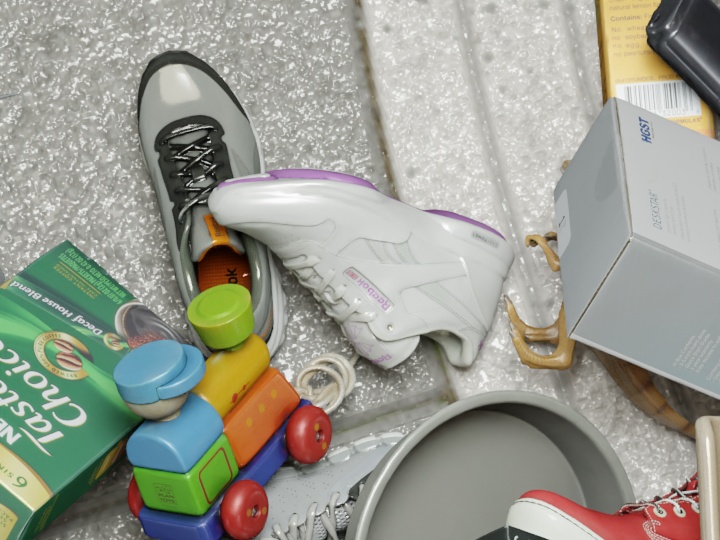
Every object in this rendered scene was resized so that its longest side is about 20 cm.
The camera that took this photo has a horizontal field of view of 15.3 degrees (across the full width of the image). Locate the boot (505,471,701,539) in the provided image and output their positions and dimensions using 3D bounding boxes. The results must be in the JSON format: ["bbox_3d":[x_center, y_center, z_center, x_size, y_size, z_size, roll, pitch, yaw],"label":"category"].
[{"bbox_3d":[0.175,0.134,1.535,0.199,0.072,0.145,32,75,-33],"label":"boot"}]

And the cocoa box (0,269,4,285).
[{"bbox_3d":[-0.333,-0.004,1.576,0.199,0.131,0.134,31,79,7],"label":"cocoa box"}]

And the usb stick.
[{"bbox_3d":[0.247,-0.091,1.598,0.200,0.033,0.056,43,50,-18],"label":"usb stick"}]

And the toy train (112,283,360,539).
[{"bbox_3d":[-0.065,0.056,1.537,0.084,0.116,0.200,7,38,34],"label":"toy train"}]

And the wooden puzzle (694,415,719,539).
[{"bbox_3d":[0.252,0.178,1.523,0.199,0.046,0.187,4,81,-41],"label":"wooden puzzle"}]

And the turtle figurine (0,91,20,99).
[{"bbox_3d":[-0.303,-0.168,1.636,0.198,0.101,0.151,6,77,8],"label":"turtle figurine"}]

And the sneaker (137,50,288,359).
[{"bbox_3d":[-0.089,-0.042,1.610,0.073,0.079,0.202,-15,76,-1],"label":"sneaker"}]

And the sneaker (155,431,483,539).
[{"bbox_3d":[-0.025,0.159,1.539,0.198,0.116,0.076,-10,118,6],"label":"sneaker"}]

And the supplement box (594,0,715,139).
[{"bbox_3d":[0.176,-0.151,1.638,0.068,0.067,0.202,-2,77,2],"label":"supplement box"}]

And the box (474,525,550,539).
[{"bbox_3d":[0.086,0.258,1.391,0.124,0.148,0.201,-26,59,32],"label":"box"}]

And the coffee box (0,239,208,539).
[{"bbox_3d":[-0.185,0.069,1.541,0.123,0.044,0.200,40,37,8],"label":"coffee box"}]

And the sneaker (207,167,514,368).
[{"bbox_3d":[0.000,0.000,1.571,0.199,0.075,0.100,18,80,-24],"label":"sneaker"}]

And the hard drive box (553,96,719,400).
[{"bbox_3d":[0.217,0.003,1.527,0.199,0.156,0.077,23,121,-13],"label":"hard drive box"}]

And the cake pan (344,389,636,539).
[{"bbox_3d":[0.072,0.167,1.534,0.199,0.037,0.202,-2,95,-30],"label":"cake pan"}]

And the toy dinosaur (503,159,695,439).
[{"bbox_3d":[0.144,0.031,1.595,0.105,0.060,0.201,-19,87,6],"label":"toy dinosaur"}]
